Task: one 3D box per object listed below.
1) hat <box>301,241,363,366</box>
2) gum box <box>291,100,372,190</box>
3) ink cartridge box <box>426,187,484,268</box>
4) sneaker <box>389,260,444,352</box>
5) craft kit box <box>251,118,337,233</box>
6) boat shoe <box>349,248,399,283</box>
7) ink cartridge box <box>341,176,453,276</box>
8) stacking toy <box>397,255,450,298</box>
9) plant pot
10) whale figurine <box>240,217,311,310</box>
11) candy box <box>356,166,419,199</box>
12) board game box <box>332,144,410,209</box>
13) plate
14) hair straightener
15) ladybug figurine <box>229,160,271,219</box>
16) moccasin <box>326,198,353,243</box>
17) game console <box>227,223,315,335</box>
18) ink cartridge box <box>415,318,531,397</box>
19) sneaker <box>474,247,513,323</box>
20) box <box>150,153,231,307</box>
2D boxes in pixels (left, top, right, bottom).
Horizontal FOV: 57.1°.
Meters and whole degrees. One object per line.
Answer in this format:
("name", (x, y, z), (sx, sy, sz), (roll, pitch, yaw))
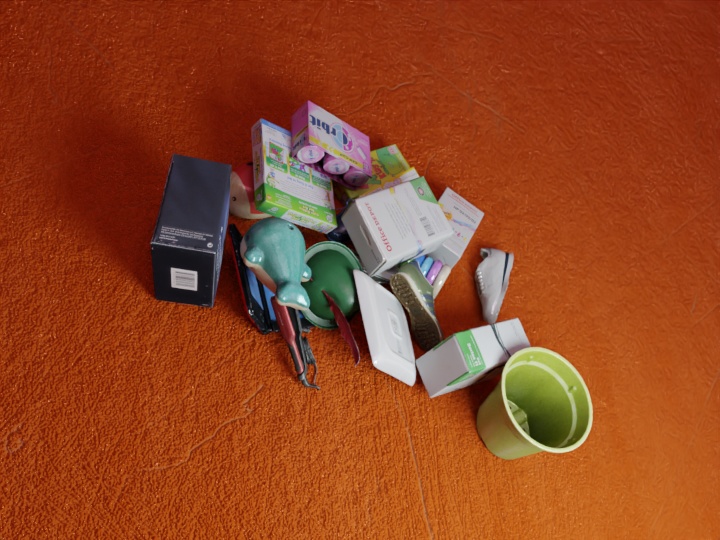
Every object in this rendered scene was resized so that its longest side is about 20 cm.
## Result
("hat", (-0.022, 0.043, 1.283), (0.163, 0.175, 0.205), (-29, 103, -23))
("gum box", (-0.059, -0.271, 1.466), (0.197, 0.065, 0.117), (22, 52, -38))
("ink cartridge box", (0.217, -0.114, 1.577), (0.114, 0.068, 0.202), (34, 54, 1))
("sneaker", (0.136, 0.070, 1.403), (0.090, 0.066, 0.204), (-48, 116, -46))
("craft kit box", (-0.141, -0.199, 1.418), (0.197, 0.048, 0.203), (17, 54, -42))
("boat shoe", (0.000, 0.000, 1.431), (0.194, 0.065, 0.071), (18, 20, -4))
("ink cartridge box", (0.077, -0.095, 1.400), (0.196, 0.087, 0.148), (-22, 77, -34))
("stacking toy", (0.102, -0.022, 1.480), (0.197, 0.086, 0.086), (33, 54, 8))
("plant pot", (0.325, 0.284, 1.316), (0.194, 0.185, 0.206), (9, 58, -15))
("whale figurine", (-0.145, -0.019, 1.235), (0.156, 0.105, 0.202), (19, 29, -40))
("candy box", (0.082, -0.156, 1.504), (0.198, 0.026, 0.104), (-32, 92, -38))
("board game box", (0.025, -0.226, 1.580), (0.196, 0.048, 0.103), (-22, 71, -30))
("plate", (0.058, 0.114, 1.327), (0.032, 0.199, 0.206), (-21, 62, 19))
("hair straightener", (-0.111, 0.133, 1.280), (0.076, 0.040, 0.206), (-27, 98, -54))
("ladybug figurine", (-0.215, -0.188, 1.449), (0.196, 0.072, 0.138), (-24, 71, -31))
("moccasin", (0.000, -0.135, 1.504), (0.081, 0.069, 0.198), (46, 55, 10))
("game console", (-0.175, 0.011, 1.326), (0.115, 0.173, 0.205), (-18, 65, 0))
("ink cartridge box", (0.233, 0.176, 1.346), (0.195, 0.147, 0.085), (-9, 66, -36))
("sneaker", (0.299, 0.034, 1.530), (0.078, 0.077, 0.203), (18, 51, 4))
("box", (-0.318, -0.072, 1.258), (0.119, 0.202, 0.204), (8, 58, -10))
